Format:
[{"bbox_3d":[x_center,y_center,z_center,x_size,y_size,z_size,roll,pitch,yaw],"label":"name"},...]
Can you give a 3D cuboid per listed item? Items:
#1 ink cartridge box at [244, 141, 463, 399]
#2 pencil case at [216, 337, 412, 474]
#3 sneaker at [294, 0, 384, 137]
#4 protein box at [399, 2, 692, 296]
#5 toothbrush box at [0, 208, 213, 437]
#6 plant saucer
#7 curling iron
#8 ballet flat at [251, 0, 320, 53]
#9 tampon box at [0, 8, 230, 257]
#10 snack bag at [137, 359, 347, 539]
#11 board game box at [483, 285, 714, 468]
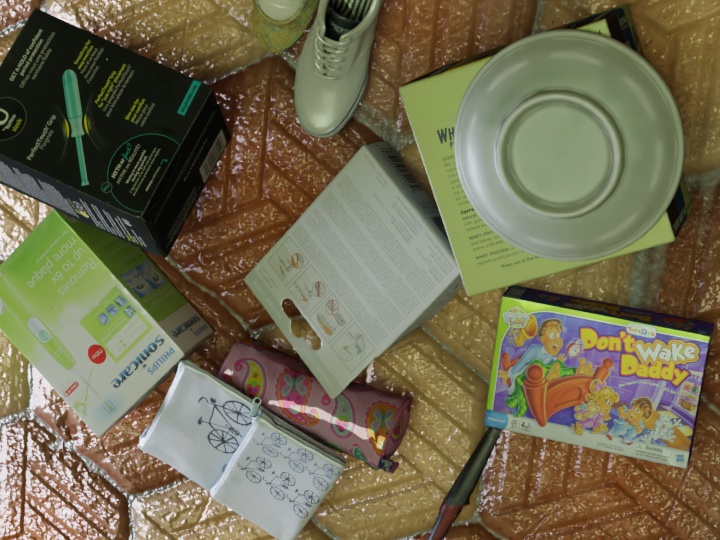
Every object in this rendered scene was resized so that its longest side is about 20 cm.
[{"bbox_3d":[0.000,0.000,1.555,0.163,0.057,0.200,52,122,17],"label":"ink cartridge box"},{"bbox_3d":[-0.047,0.136,1.605,0.199,0.087,0.088,21,109,10],"label":"pencil case"},{"bbox_3d":[-0.024,-0.219,1.510,0.073,0.071,0.201,20,109,12],"label":"sneaker"},{"bbox_3d":[0.171,-0.110,1.442,0.198,0.135,0.201,-16,99,22],"label":"protein box"},{"bbox_3d":[-0.277,0.045,1.654,0.146,0.086,0.200,-42,90,23],"label":"toothbrush box"},{"bbox_3d":[0.171,-0.101,1.344,0.199,0.050,0.201,4,106,16],"label":"plant saucer"},{"bbox_3d":[0.101,0.242,1.613,0.050,0.025,0.201,40,114,45],"label":"curling iron"},{"bbox_3d":[-0.058,-0.295,1.505,0.071,0.071,0.200,34,112,7],"label":"ballet flat"},{"bbox_3d":[-0.253,-0.131,1.548,0.199,0.126,0.150,25,76,11],"label":"tampon box"},{"bbox_3d":[-0.126,0.187,1.623,0.200,0.021,0.189,33,140,1],"label":"snack bag"},{"bbox_3d":[0.227,0.100,1.528,0.199,0.045,0.135,11,107,15],"label":"board game box"}]
